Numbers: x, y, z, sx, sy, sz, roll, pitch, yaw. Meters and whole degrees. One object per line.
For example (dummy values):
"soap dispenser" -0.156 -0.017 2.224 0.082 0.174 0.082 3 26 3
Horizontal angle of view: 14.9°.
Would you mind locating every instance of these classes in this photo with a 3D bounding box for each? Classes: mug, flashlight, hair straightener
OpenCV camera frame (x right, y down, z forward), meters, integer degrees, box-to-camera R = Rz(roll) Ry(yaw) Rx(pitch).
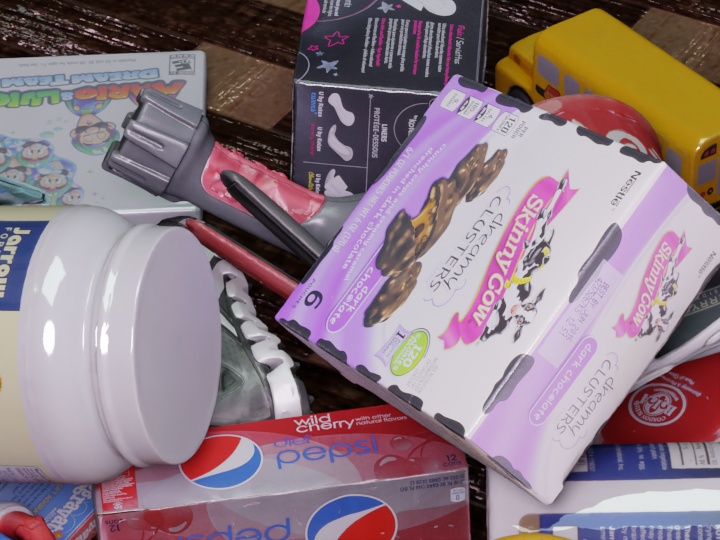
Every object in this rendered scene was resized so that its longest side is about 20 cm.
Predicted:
"mug" 0.123 0.014 1.568 0.177 0.134 0.200 -7 42 -16
"flashlight" -0.049 -0.047 1.637 0.200 0.068 0.068 28 79 -10
"hair straightener" 0.000 0.000 1.589 0.200 0.041 0.077 33 80 -1

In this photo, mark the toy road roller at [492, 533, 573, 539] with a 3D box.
"toy road roller" 0.036 0.187 1.306 0.200 0.146 0.123 18 38 -3

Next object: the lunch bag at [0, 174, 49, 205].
"lunch bag" -0.300 -0.008 1.612 0.170 0.122 0.200 3 29 35

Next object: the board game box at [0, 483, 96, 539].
"board game box" -0.217 0.156 1.489 0.103 0.019 0.200 17 42 26

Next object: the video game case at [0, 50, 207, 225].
"video game case" -0.201 -0.083 1.793 0.200 0.024 0.182 -2 38 0

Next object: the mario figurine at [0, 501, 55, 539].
"mario figurine" -0.182 0.181 1.409 0.200 0.106 0.124 18 81 13

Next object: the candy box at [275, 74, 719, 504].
"candy box" 0.072 0.004 1.408 0.168 0.072 0.200 -53 34 -5

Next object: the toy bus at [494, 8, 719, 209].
"toy bus" 0.168 -0.103 1.755 0.065 0.078 0.200 -24 43 -26

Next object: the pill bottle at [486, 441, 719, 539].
"pill bottle" 0.164 0.144 1.409 0.200 0.111 0.111 -1 38 2

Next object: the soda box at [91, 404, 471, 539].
"soda box" -0.043 0.124 1.478 0.200 0.070 0.063 -6 37 -5

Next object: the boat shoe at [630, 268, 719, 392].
"boat shoe" 0.132 0.030 1.437 0.200 0.065 0.074 -29 70 1

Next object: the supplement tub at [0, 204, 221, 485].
"supplement tub" -0.186 0.038 1.433 0.200 0.145 0.145 0 37 18

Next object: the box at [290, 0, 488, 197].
"box" 0.022 -0.118 1.739 0.114 0.132 0.200 5 38 3

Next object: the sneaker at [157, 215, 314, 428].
"sneaker" -0.102 0.036 1.599 0.090 0.067 0.200 -14 41 -18
